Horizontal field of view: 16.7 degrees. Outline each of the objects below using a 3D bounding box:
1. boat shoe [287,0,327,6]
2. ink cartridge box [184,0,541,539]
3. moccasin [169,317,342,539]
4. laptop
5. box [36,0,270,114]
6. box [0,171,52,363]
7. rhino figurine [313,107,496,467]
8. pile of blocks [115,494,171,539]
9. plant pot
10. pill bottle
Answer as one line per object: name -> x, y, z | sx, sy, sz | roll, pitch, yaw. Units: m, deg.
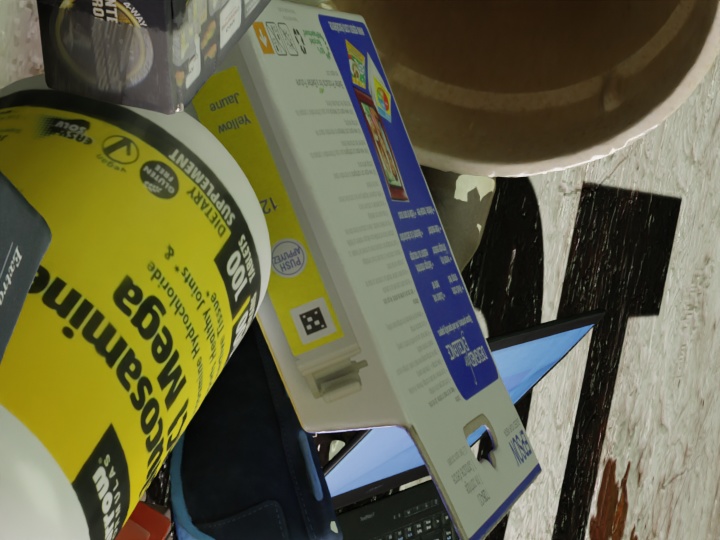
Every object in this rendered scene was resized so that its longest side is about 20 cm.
boat shoe -> 0.007, -0.162, 0.916 | 0.072, 0.200, 0.060 | -11, 71, -46
ink cartridge box -> 0.000, 0.000, 0.891 | 0.198, 0.047, 0.200 | -14, 84, -78
moccasin -> -0.032, 0.048, 0.961 | 0.200, 0.068, 0.080 | -92, 171, -45
laptop -> 0.043, 0.128, 1.092 | 0.177, 0.103, 0.200 | -10, 94, -60
box -> -0.038, -0.165, 0.724 | 0.200, 0.049, 0.161 | -57, 155, -49
box -> -0.170, 0.011, 0.544 | 0.200, 0.107, 0.148 | 57, 47, -64
rhino figurine -> 0.002, 0.015, 1.091 | 0.060, 0.087, 0.200 | -22, 132, -64
pile of blocks -> -0.105, 0.075, 0.855 | 0.200, 0.062, 0.082 | 4, 98, -72
plant pot -> 0.065, -0.171, 1.046 | 0.184, 0.200, 0.201 | -72, 165, -56
pill bottle -> -0.113, 0.039, 0.724 | 0.200, 0.112, 0.112 | -60, 154, -44
